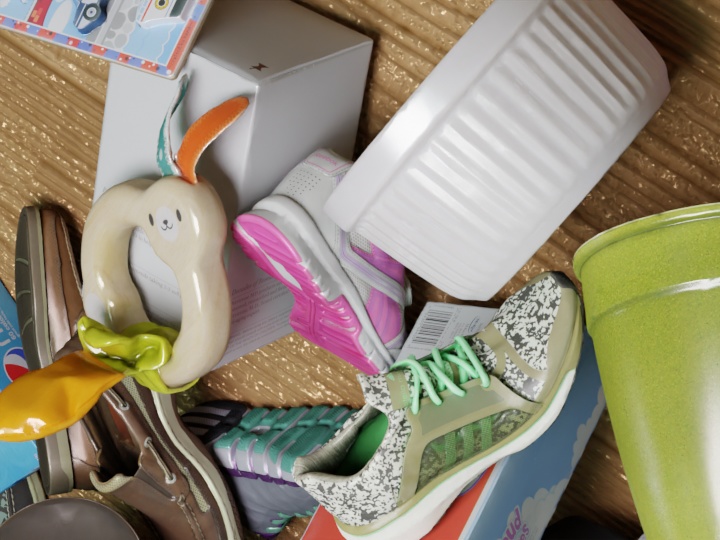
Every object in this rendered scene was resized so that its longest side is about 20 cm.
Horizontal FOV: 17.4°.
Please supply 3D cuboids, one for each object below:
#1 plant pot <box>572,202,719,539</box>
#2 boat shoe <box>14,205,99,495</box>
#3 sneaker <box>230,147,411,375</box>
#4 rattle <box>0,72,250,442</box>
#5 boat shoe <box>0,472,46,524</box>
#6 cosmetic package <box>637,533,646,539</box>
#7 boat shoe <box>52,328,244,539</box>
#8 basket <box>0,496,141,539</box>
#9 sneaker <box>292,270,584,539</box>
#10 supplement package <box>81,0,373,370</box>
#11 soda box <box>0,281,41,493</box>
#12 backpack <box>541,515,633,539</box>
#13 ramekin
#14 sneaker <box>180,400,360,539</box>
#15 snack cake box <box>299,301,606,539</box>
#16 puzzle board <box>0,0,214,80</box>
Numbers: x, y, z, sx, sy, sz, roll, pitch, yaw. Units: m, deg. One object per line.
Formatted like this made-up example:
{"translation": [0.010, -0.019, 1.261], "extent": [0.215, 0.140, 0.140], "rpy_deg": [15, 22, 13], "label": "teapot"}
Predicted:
{"translation": [0.216, 0.082, 1.239], "extent": [0.200, 0.200, 0.193], "rpy_deg": [-12, 71, 36], "label": "plant pot"}
{"translation": [-0.196, 0.053, 1.623], "extent": [0.072, 0.068, 0.200], "rpy_deg": [176, 88, -74], "label": "boat shoe"}
{"translation": [0.000, 0.000, 1.438], "extent": [0.081, 0.088, 0.200], "rpy_deg": [29, 162, 32], "label": "sneaker"}
{"translation": [-0.146, -0.010, 1.364], "extent": [0.130, 0.143, 0.200], "rpy_deg": [63, 147, 35], "label": "rattle"}
{"translation": [-0.276, 0.216, 1.740], "extent": [0.072, 0.066, 0.201], "rpy_deg": [16, 118, 27], "label": "boat shoe"}
{"translation": [0.200, 0.190, 1.340], "extent": [0.113, 0.200, 0.081], "rpy_deg": [48, 128, 9], "label": "cosmetic package"}
{"translation": [-0.146, 0.128, 1.542], "extent": [0.075, 0.075, 0.202], "rpy_deg": [-14, 104, 48], "label": "boat shoe"}
{"translation": [-0.186, 0.240, 1.593], "extent": [0.180, 0.136, 0.200], "rpy_deg": [34, 160, 20], "label": "basket"}
{"translation": [0.041, 0.073, 1.301], "extent": [0.200, 0.089, 0.077], "rpy_deg": [-48, 42, 9], "label": "sneaker"}
{"translation": [-0.084, -0.062, 1.461], "extent": [0.117, 0.117, 0.200], "rpy_deg": [29, 123, 29], "label": "supplement package"}
{"translation": [-0.278, 0.055, 1.676], "extent": [0.068, 0.064, 0.200], "rpy_deg": [-34, 89, 37], "label": "soda box"}
{"translation": [0.105, 0.268, 1.451], "extent": [0.151, 0.178, 0.200], "rpy_deg": [8, 116, 53], "label": "backpack"}
{"translation": [0.082, -0.075, 1.311], "extent": [0.105, 0.200, 0.200], "rpy_deg": [42, 127, 0], "label": "ramekin"}
{"translation": [-0.040, 0.140, 1.563], "extent": [0.200, 0.074, 0.088], "rpy_deg": [7, 124, 42], "label": "sneaker"}
{"translation": [0.057, 0.118, 1.394], "extent": [0.115, 0.200, 0.067], "rpy_deg": [7, 145, 37], "label": "snack cake box"}
{"translation": [-0.134, -0.222, 1.414], "extent": [0.151, 0.017, 0.200], "rpy_deg": [18, 78, 27], "label": "puzzle board"}
